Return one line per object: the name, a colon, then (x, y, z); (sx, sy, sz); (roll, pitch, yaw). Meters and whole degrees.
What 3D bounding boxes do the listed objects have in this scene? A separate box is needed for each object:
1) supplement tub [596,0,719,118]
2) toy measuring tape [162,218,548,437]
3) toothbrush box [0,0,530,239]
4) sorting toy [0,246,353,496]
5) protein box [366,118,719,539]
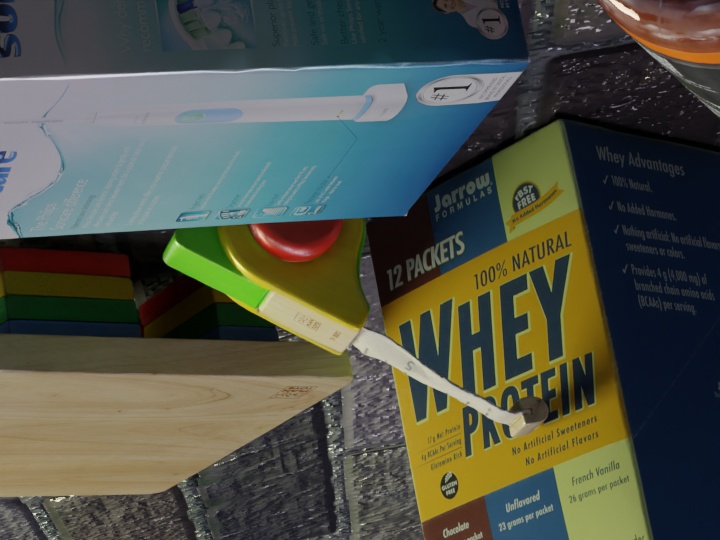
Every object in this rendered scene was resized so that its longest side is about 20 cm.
supplement tub: (0.135, -0.110, 0.809); (0.106, 0.108, 0.200); (-18, 161, 21)
toy measuring tape: (0.000, 0.000, 1.051); (0.199, 0.074, 0.074); (27, 154, -6)
toothbrush box: (-0.062, -0.076, 0.834); (0.199, 0.086, 0.146); (-5, 162, -18)
sorting toy: (-0.142, 0.051, 1.191); (0.199, 0.070, 0.199); (2, 158, -35)
protein box: (0.132, 0.057, 1.150); (0.198, 0.201, 0.135); (8, 154, -43)
